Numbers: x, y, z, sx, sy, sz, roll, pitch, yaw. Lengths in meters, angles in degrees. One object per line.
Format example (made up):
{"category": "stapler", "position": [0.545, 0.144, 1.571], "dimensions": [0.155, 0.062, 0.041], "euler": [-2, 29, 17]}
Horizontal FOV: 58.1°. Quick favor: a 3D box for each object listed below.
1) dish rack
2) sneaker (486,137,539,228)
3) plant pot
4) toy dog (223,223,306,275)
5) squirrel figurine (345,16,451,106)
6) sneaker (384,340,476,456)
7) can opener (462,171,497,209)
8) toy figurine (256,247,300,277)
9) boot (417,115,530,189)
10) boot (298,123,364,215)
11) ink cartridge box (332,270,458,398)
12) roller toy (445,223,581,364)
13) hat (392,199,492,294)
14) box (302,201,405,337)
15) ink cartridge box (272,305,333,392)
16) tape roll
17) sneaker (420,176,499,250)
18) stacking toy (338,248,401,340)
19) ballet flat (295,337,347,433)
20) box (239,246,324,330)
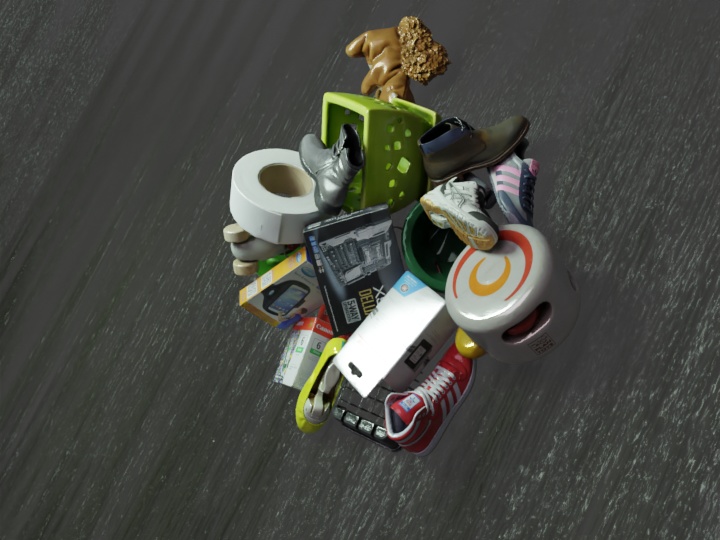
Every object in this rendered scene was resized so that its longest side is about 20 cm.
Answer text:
{"category": "dish rack", "position": [0.040, 0.193, 1.133], "dimensions": [0.151, 0.054, 0.204], "euler": [13, 74, 42]}
{"category": "sneaker", "position": [0.271, -0.146, 1.103], "dimensions": [0.081, 0.070, 0.204], "euler": [-30, 52, 27]}
{"category": "plant pot", "position": [0.042, -0.224, 1.226], "dimensions": [0.199, 0.177, 0.205], "euler": [40, 133, 55]}
{"category": "toy dog", "position": [-0.169, -0.058, 1.250], "dimensions": [0.097, 0.195, 0.135], "euler": [-118, 41, -60]}
{"category": "squirrel figurine", "position": [0.088, -0.421, 1.372], "dimensions": [0.198, 0.140, 0.191], "euler": [-28, 57, 29]}
{"category": "sneaker", "position": [0.110, 0.190, 1.028], "dimensions": [0.070, 0.112, 0.203], "euler": [22, 82, 44]}
{"category": "can opener", "position": [0.191, -0.180, 1.182], "dimensions": [0.067, 0.052, 0.201], "euler": [-48, 35, 16]}
{"category": "toy figurine", "position": [-0.128, -0.077, 1.376], "dimensions": [0.194, 0.154, 0.185], "euler": [2, 27, 2]}
{"category": "boot", "position": [0.192, -0.227, 1.111], "dimensions": [0.198, 0.097, 0.075], "euler": [-33, 37, 8]}
{"category": "boot", "position": [-0.045, -0.209, 1.151], "dimensions": [0.133, 0.068, 0.203], "euler": [-58, 42, 38]}
{"category": "ink cartridge box", "position": [0.059, 0.116, 1.075], "dimensions": [0.201, 0.067, 0.116], "euler": [-49, 43, -2]}
{"category": "roller toy", "position": [0.232, 0.041, 0.985], "dimensions": [0.180, 0.139, 0.203], "euler": [1, 59, 49]}
{"category": "hat", "position": [0.159, -0.051, 1.189], "dimensions": [0.164, 0.176, 0.202], "euler": [-34, 80, 6]}
{"category": "box", "position": [0.000, 0.000, 1.145], "dimensions": [0.154, 0.205, 0.050], "euler": [-14, 17, 4]}
{"category": "ink cartridge box", "position": [-0.099, 0.132, 1.263], "dimensions": [0.108, 0.050, 0.204], "euler": [-7, 61, 63]}
{"category": "tape roll", "position": [-0.143, -0.140, 1.207], "dimensions": [0.072, 0.197, 0.205], "euler": [107, 149, -41]}
{"category": "sneaker", "position": [0.168, -0.102, 1.014], "dimensions": [0.087, 0.076, 0.200], "euler": [-37, 31, -4]}
{"category": "stacking toy", "position": [0.007, 0.042, 1.235], "dimensions": [0.084, 0.085, 0.204], "euler": [18, 86, 44]}
{"category": "ballet flat", "position": [-0.068, 0.217, 1.164], "dimensions": [0.067, 0.065, 0.204], "euler": [-108, 39, -71]}
{"category": "box", "position": [-0.120, 0.033, 1.229], "dimensions": [0.198, 0.118, 0.042], "euler": [-31, 44, 26]}
